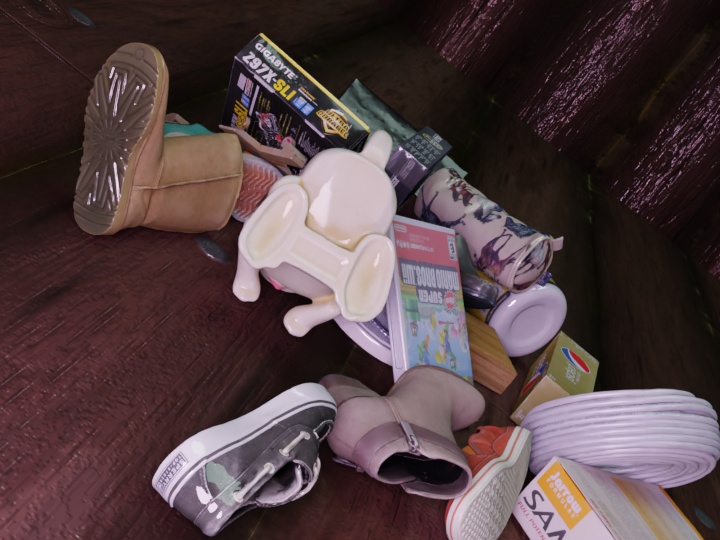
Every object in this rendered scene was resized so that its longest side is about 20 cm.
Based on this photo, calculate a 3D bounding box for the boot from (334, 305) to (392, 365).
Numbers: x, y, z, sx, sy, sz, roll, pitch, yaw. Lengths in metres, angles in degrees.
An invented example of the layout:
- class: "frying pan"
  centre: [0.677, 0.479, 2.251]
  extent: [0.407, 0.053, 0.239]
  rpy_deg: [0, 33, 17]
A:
- class: "boot"
  centre: [0.000, 0.000, 1.240]
  extent: [0.200, 0.090, 0.073]
  rpy_deg: [49, 20, 20]

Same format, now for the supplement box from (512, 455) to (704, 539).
- class: "supplement box"
  centre: [0.250, 0.260, 1.135]
  extent: [0.199, 0.074, 0.126]
  rpy_deg: [22, 25, -43]

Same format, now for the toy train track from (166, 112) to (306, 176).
- class: "toy train track"
  centre: [-0.136, -0.148, 1.283]
  extent: [0.199, 0.033, 0.115]
  rpy_deg: [17, -12, 35]

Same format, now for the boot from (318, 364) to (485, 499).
- class: "boot"
  centre: [0.054, 0.142, 1.016]
  extent: [0.198, 0.071, 0.146]
  rpy_deg: [6, 20, -29]

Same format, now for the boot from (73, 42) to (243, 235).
- class: "boot"
  centre: [-0.170, -0.115, 1.082]
  extent: [0.066, 0.177, 0.200]
  rpy_deg: [28, 16, 21]

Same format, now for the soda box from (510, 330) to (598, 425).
- class: "soda box"
  centre: [0.231, 0.139, 1.402]
  extent: [0.064, 0.068, 0.200]
  rpy_deg: [39, 18, 4]

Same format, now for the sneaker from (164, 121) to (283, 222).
- class: "sneaker"
  centre: [-0.154, -0.112, 1.248]
  extent: [0.199, 0.072, 0.080]
  rpy_deg: [25, 16, -51]

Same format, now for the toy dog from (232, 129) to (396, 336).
- class: "toy dog"
  centre: [-0.048, -0.039, 1.122]
  extent: [0.138, 0.196, 0.200]
  rpy_deg: [20, -12, -12]

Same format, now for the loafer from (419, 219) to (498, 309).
- class: "loafer"
  centre: [0.098, -0.010, 1.391]
  extent: [0.073, 0.073, 0.199]
  rpy_deg: [32, -2, -37]

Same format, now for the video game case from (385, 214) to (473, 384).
- class: "video game case"
  centre: [0.068, 0.051, 1.181]
  extent: [0.143, 0.017, 0.202]
  rpy_deg: [9, 72, -59]

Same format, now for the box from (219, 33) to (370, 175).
- class: "box"
  centre: [-0.079, -0.148, 1.326]
  extent: [0.160, 0.049, 0.200]
  rpy_deg: [43, -24, 7]

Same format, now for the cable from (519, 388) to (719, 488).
- class: "cable"
  centre: [0.259, 0.173, 1.198]
  extent: [0.198, 0.200, 0.070]
  rpy_deg: [5, 69, -14]

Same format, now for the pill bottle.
- class: "pill bottle"
  centre: [0.170, 0.008, 1.526]
  extent: [0.111, 0.112, 0.201]
  rpy_deg: [23, 24, -40]

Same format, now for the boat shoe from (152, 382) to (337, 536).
- class: "boat shoe"
  centre: [-0.065, 0.136, 0.838]
  extent: [0.064, 0.071, 0.199]
  rpy_deg: [43, 26, 15]

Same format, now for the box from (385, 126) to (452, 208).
- class: "box"
  centre: [0.029, -0.086, 1.397]
  extent: [0.049, 0.162, 0.200]
  rpy_deg: [38, 17, 1]

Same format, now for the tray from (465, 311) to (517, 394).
- class: "tray"
  centre: [0.084, 0.060, 1.358]
  extent: [0.199, 0.037, 0.099]
  rpy_deg: [30, 20, -25]

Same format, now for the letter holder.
- class: "letter holder"
  centre: [0.016, -0.131, 1.609]
  extent: [0.200, 0.142, 0.101]
  rpy_deg: [40, 49, -6]

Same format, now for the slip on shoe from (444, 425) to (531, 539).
- class: "slip on shoe"
  centre: [0.105, 0.189, 1.060]
  extent: [0.061, 0.075, 0.200]
  rpy_deg: [8, 17, 18]

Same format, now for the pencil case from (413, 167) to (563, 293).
- class: "pencil case"
  centre: [0.150, -0.053, 1.453]
  extent: [0.089, 0.078, 0.200]
  rpy_deg: [-27, 47, -27]
